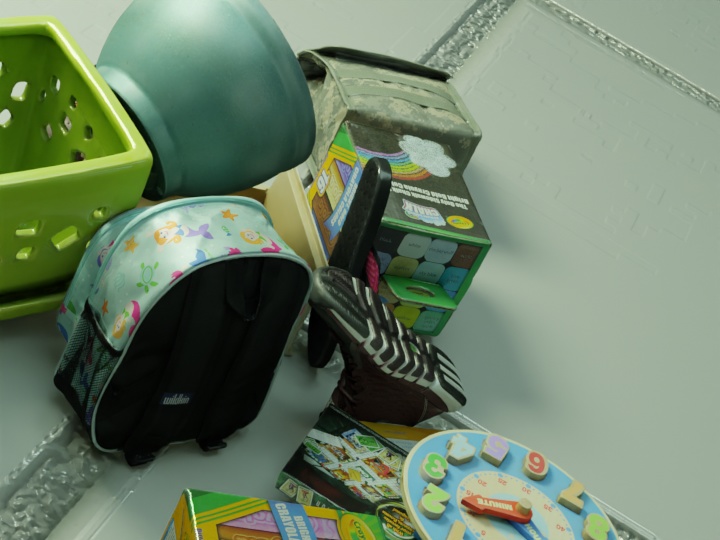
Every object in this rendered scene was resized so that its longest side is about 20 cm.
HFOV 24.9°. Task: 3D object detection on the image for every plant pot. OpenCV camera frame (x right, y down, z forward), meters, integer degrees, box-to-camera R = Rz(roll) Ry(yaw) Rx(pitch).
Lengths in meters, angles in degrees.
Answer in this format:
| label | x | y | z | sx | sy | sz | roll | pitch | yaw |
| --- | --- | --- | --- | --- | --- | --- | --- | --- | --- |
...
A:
| label | x | y | z | sx | sy | sz | roll | pitch | yaw |
| --- | --- | --- | --- | --- | --- | --- | --- | --- | --- |
| plant pot | -0.152 | -0.142 | 1.380 | 0.134 | 0.201 | 0.200 | -36 | 65 | -26 |
| plant pot | -0.305 | -0.069 | 1.309 | 0.197 | 0.182 | 0.201 | -12 | 50 | -33 |

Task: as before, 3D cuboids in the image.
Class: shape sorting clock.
| label | x | y | z | sx | sy | sz | roll | pitch | yaw |
| --- | --- | --- | --- | --- | --- | --- | --- | --- | --- |
| shape sorting clock | 0.123 | 0.197 | 1.293 | 0.198 | 0.039 | 0.201 | 19 | 36 | -14 |

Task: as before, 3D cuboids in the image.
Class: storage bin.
| label | x | y | z | sx | sy | sz | roll | pitch | yaw |
| --- | --- | --- | --- | --- | --- | --- | --- | --- | --- |
| storage bin | -0.148 | -0.035 | 1.471 | 0.198 | 0.094 | 0.199 | 10 | 37 | -24 |

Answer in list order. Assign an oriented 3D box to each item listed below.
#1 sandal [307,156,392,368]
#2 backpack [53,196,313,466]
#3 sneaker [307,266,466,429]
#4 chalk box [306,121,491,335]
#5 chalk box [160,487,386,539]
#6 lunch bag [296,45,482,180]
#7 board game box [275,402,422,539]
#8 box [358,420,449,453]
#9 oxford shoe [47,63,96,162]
| label | x | y | z | sx | sy | sz | roll | pitch | yaw |
| --- | --- | --- | --- | --- | --- | --- | --- | --- | --- |
| sandal | 0.000 | 0.000 | 1.434 | 0.045 | 0.202 | 0.075 | 14 | 17 | -21 |
| backpack | -0.137 | 0.031 | 1.283 | 0.176 | 0.201 | 0.151 | -4 | 49 | -39 |
| sneaker | -0.007 | 0.087 | 1.376 | 0.200 | 0.115 | 0.076 | 41 | 23 | -34 |
| chalk box | 0.034 | -0.024 | 1.551 | 0.124 | 0.125 | 0.201 | 12 | 37 | -25 |
| chalk box | -0.044 | 0.248 | 1.137 | 0.198 | 0.125 | 0.125 | 13 | 36 | -24 |
| lunch bag | 0.020 | -0.171 | 1.763 | 0.162 | 0.118 | 0.201 | 11 | 31 | -23 |
| board game box | 0.037 | 0.190 | 1.296 | 0.199 | 0.024 | 0.105 | 32 | 32 | 6 |
| box | 0.044 | 0.210 | 1.331 | 0.118 | 0.042 | 0.201 | 10 | 40 | -26 |
| oxford shoe | -0.276 | -0.148 | 1.550 | 0.071 | 0.073 | 0.200 | 27 | 33 | -1 |
